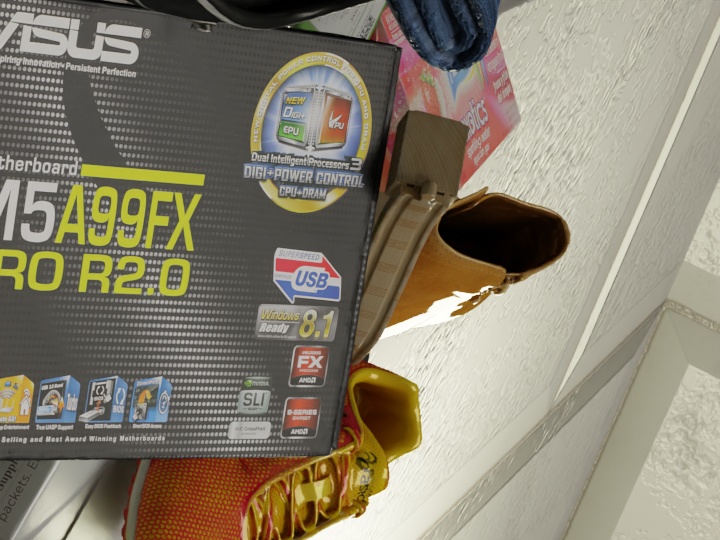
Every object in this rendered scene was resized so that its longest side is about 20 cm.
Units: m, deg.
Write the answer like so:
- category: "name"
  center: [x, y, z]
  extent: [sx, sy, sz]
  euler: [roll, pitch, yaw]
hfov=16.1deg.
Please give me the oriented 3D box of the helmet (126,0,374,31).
- category: "helmet"
  center: [-0.034, -0.177, 0.834]
  extent: [0.200, 0.190, 0.201]
  euler: [-17, 90, -87]

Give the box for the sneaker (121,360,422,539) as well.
- category: "sneaker"
  center: [-0.035, 0.081, 1.047]
  extent: [0.200, 0.077, 0.073]
  euler: [-41, 131, -55]

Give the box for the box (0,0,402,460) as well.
- category: "box"
  center: [-0.081, -0.014, 0.912]
  extent: [0.200, 0.044, 0.161]
  euler: [4, 99, -44]

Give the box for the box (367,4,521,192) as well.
- category: "box"
  center: [0.001, -0.083, 1.201]
  extent: [0.200, 0.102, 0.095]
  euler: [-46, 122, -68]

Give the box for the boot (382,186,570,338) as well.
- category: "boot"
  center: [-0.012, 0.001, 1.188]
  extent: [0.201, 0.071, 0.144]
  euler: [-8, 170, -38]

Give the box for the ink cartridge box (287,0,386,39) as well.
- category: "ink cartridge box"
  center: [-0.057, -0.138, 1.001]
  extent: [0.059, 0.104, 0.200]
  euler: [-63, 166, -1]

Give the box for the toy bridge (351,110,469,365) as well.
- category: "toy bridge"
  center: [0.000, 0.000, 1.037]
  extent: [0.200, 0.027, 0.067]
  euler: [130, -28, -67]

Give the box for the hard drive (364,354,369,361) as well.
- category: "hard drive"
  center: [-0.019, -0.002, 1.353]
  extent: [0.140, 0.033, 0.201]
  euler: [68, 29, -55]

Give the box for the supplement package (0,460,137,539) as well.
- category: "supplement package"
  center: [-0.125, 0.024, 1.033]
  extent: [0.200, 0.111, 0.156]
  euler: [-61, 166, -13]

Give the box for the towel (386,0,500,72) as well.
- category: "towel"
  center: [0.011, -0.182, 0.998]
  extent: [0.112, 0.048, 0.201]
  euler: [59, 14, -57]
